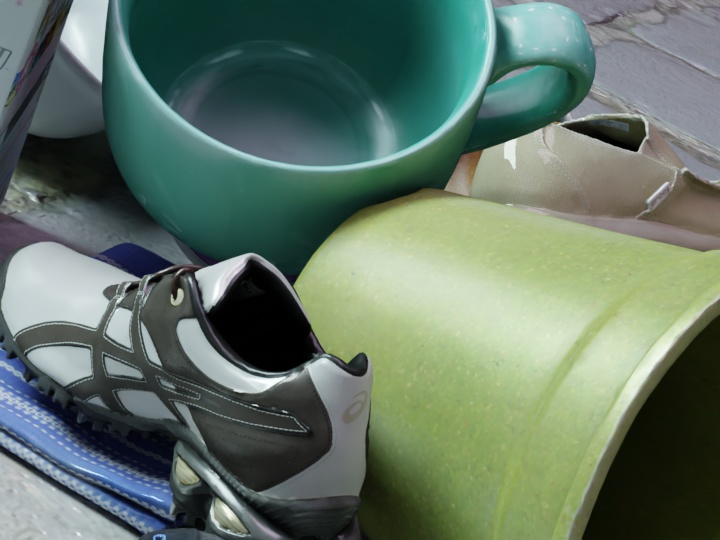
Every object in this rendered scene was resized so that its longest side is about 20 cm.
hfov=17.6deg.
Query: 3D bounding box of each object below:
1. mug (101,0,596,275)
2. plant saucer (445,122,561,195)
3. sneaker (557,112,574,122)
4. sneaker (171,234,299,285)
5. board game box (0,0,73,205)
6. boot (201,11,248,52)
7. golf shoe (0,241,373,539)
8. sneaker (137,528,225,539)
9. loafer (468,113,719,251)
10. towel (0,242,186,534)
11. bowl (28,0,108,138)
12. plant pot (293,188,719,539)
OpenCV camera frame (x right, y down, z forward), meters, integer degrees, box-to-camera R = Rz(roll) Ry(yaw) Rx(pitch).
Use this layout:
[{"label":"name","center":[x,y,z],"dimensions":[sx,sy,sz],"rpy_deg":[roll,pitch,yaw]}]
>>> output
[{"label":"mug","center":[-0.016,-0.067,0.949],"dimensions":[0.185,0.114,0.152],"rpy_deg":[29,60,6]},{"label":"plant saucer","center":[0.113,-0.015,1.189],"dimensions":[0.200,0.035,0.200],"rpy_deg":[19,40,-17]},{"label":"sneaker","center":[0.100,-0.050,1.299],"dimensions":[0.073,0.071,0.200],"rpy_deg":[18,21,-15]},{"label":"sneaker","center":[0.000,0.000,1.059],"dimensions":[0.200,0.075,0.100],"rpy_deg":[30,-4,-14]},{"label":"board game box","center":[-0.158,-0.100,0.949],"dimensions":[0.064,0.200,0.148],"rpy_deg":[22,20,-6]},{"label":"boot","center":[-0.064,-0.107,1.139],"dimensions":[0.168,0.076,0.200],"rpy_deg":[58,3,-44]},{"label":"golf shoe","center":[-0.061,0.025,0.852],"dimensions":[0.078,0.095,0.200],"rpy_deg":[-5,32,-46]},{"label":"sneaker","center":[-0.088,0.114,0.698],"dimensions":[0.200,0.073,0.112],"rpy_deg":[23,15,-26]},{"label":"loafer","center":[0.127,-0.040,1.106],"dimensions":[0.076,0.068,0.200],"rpy_deg":[4,2,40]},{"label":"towel","center":[-0.087,0.039,0.939],"dimensions":[0.145,0.024,0.200],"rpy_deg":[29,21,16]},{"label":"bowl","center":[-0.178,-0.140,1.132],"dimensions":[0.201,0.090,0.201],"rpy_deg":[55,16,-25]},{"label":"plant pot","center":[0.070,0.057,0.864],"dimensions":[0.184,0.200,0.200],"rpy_deg":[26,17,39]}]
